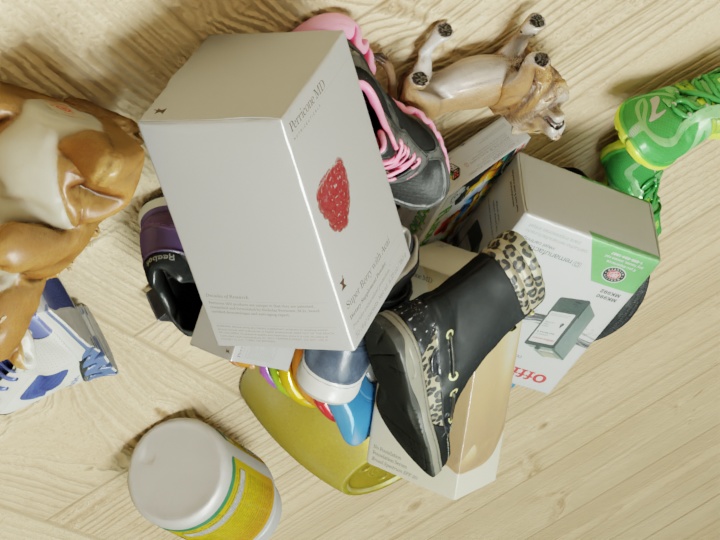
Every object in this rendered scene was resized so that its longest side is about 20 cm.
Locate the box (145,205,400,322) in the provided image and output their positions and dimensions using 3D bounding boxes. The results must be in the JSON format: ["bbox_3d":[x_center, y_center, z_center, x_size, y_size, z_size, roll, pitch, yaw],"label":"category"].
[{"bbox_3d":[-0.075,-0.016,1.775,0.200,0.036,0.143,-40,154,21],"label":"box"}]

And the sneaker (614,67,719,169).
[{"bbox_3d":[0.311,-0.152,1.851,0.199,0.074,0.084,-21,164,-37],"label":"sneaker"}]

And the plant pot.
[{"bbox_3d":[-0.002,0.139,2.024,0.199,0.142,0.200,-23,155,-12],"label":"plant pot"}]

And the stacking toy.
[{"bbox_3d":[-0.054,0.081,1.862,0.199,0.117,0.110,4,-143,45],"label":"stacking toy"}]

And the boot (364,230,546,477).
[{"bbox_3d":[0.087,0.071,1.658,0.153,0.073,0.204,-36,144,-17],"label":"boot"}]

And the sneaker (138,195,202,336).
[{"bbox_3d":[-0.130,0.032,1.675,0.075,0.088,0.200,-16,138,19],"label":"sneaker"}]

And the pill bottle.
[{"bbox_3d":[-0.153,0.227,2.076,0.112,0.113,0.200,-31,156,7],"label":"pill bottle"}]

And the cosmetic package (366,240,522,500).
[{"bbox_3d":[0.075,0.086,1.768,0.071,0.105,0.201,-18,120,-51],"label":"cosmetic package"}]

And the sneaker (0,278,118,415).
[{"bbox_3d":[-0.279,0.067,1.671,0.115,0.081,0.200,-30,157,-1],"label":"sneaker"}]

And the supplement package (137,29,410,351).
[{"bbox_3d":[-0.058,-0.057,1.461,0.119,0.121,0.201,1,127,27],"label":"supplement package"}]

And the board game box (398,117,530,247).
[{"bbox_3d":[0.068,-0.045,1.823,0.126,0.035,0.200,-35,164,-38],"label":"board game box"}]

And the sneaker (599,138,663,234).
[{"bbox_3d":[0.271,-0.073,1.966,0.074,0.084,0.200,-22,155,-15],"label":"sneaker"}]

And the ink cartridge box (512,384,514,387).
[{"bbox_3d":[0.124,0.076,2.102,0.115,0.067,0.200,-30,159,-27],"label":"ink cartridge box"}]

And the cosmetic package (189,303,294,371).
[{"bbox_3d":[-0.068,-0.025,1.618,0.082,0.050,0.201,15,93,-58],"label":"cosmetic package"}]

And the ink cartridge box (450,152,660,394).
[{"bbox_3d":[0.158,0.008,1.836,0.145,0.084,0.200,18,131,-20],"label":"ink cartridge box"}]

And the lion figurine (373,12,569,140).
[{"bbox_3d":[0.088,-0.152,1.661,0.199,0.073,0.123,-2,156,-19],"label":"lion figurine"}]

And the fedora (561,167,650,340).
[{"bbox_3d":[0.190,-0.026,1.935,0.199,0.092,0.202,6,129,8],"label":"fedora"}]

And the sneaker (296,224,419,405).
[{"bbox_3d":[0.002,0.001,1.691,0.076,0.203,0.147,16,118,-7],"label":"sneaker"}]

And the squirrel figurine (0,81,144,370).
[{"bbox_3d":[-0.232,-0.027,1.425,0.200,0.141,0.188,-38,149,-76],"label":"squirrel figurine"}]

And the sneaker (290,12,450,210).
[{"bbox_3d":[0.011,-0.103,1.550,0.079,0.096,0.200,-34,129,11],"label":"sneaker"}]
